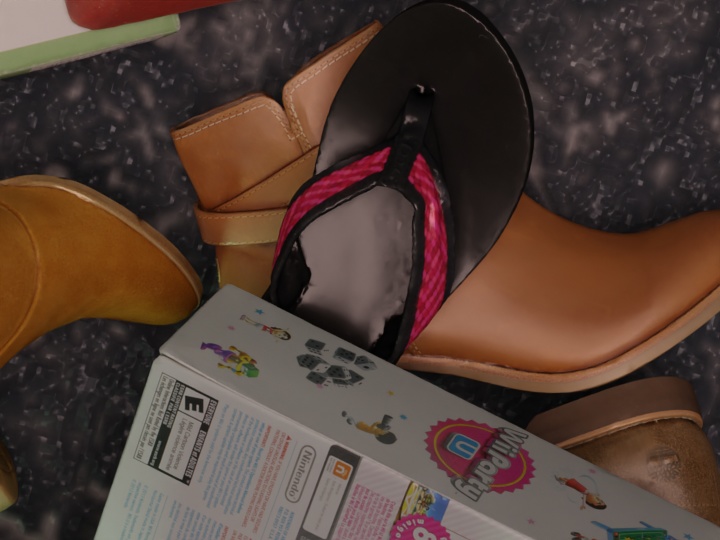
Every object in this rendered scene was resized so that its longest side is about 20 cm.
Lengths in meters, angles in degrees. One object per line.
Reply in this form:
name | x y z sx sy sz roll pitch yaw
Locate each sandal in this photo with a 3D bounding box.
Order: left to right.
sandal | 0.000 0.000 1.051 0.075 0.045 0.200 29 103 6

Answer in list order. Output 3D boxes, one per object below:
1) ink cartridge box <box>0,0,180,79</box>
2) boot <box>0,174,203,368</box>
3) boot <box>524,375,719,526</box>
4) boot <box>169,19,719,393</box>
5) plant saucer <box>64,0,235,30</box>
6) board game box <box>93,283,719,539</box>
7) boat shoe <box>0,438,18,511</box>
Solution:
ink cartridge box | -0.158 -0.165 1.068 0.145 0.048 0.201 -15 96 -18
boot | -0.147 0.030 1.042 0.201 0.071 0.145 30 66 -41
boot | 0.040 0.110 1.095 0.199 0.074 0.076 -23 68 13
boot | 0.039 -0.023 1.100 0.199 0.074 0.155 -24 96 -1
plant saucer | -0.026 -0.203 1.069 0.199 0.037 0.200 -13 97 -17
board game box | 0.007 0.117 1.042 0.199 0.064 0.148 26 120 10
boat shoe | -0.208 0.021 1.090 0.069 0.074 0.200 -36 94 2
